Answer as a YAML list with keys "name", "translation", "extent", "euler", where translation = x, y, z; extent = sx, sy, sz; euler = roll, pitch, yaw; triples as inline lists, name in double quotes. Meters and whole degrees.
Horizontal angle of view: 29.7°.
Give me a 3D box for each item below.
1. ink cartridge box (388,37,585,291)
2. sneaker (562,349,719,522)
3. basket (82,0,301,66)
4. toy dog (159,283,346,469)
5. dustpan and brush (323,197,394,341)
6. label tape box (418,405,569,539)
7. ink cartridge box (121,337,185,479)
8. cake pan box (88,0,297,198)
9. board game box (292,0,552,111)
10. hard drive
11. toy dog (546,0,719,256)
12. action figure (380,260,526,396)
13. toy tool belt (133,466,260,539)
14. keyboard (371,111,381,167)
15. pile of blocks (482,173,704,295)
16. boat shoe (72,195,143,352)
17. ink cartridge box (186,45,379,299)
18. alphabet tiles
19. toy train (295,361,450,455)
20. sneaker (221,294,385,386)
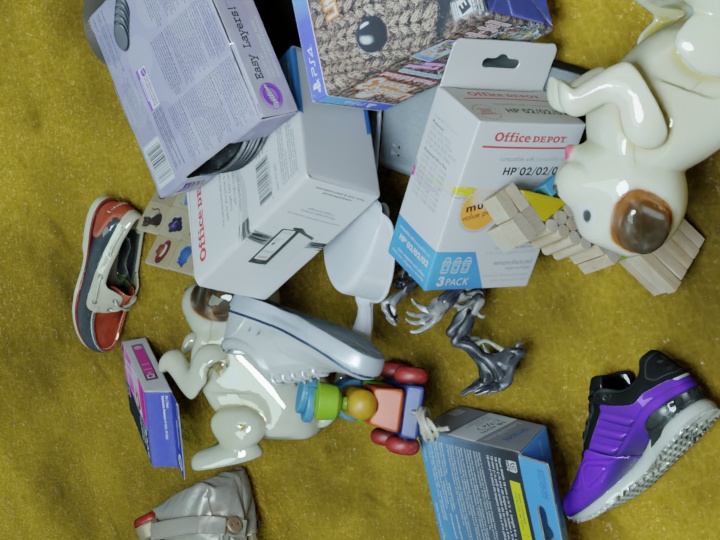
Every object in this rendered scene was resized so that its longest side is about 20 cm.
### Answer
- name: "ink cartridge box"
  translation: [0.110, -0.086, 1.136]
  extent: [0.068, 0.114, 0.202]
  euler: [48, 131, 45]
- name: "sneaker"
  translation: [0.234, 0.144, 1.224]
  extent: [0.100, 0.069, 0.201]
  euler: [55, 134, 22]
- name: "basket"
  translation: [-0.172, -0.253, 1.353]
  extent: [0.199, 0.136, 0.182]
  euler: [10, 118, 40]
- name: "toy dog"
  translation: [-0.122, 0.088, 1.435]
  extent: [0.192, 0.139, 0.202]
  euler: [-13, 99, 33]
- name: "dustpan and brush"
  translation: [0.000, 0.000, 1.295]
  extent: [0.140, 0.057, 0.202]
  euler: [-125, 42, -54]
- name: "label tape box"
  translation: [0.147, 0.219, 1.288]
  extent: [0.199, 0.063, 0.146]
  euler: [6, 113, 56]
- name: "ink cartridge box"
  translation: [-0.239, 0.158, 1.569]
  extent: [0.200, 0.037, 0.096]
  euler: [-139, 42, -62]
- name: "cake pan box"
  translation: [-0.154, -0.184, 1.227]
  extent: [0.184, 0.052, 0.202]
  euler: [-32, 79, 49]
- name: "board game box"
  translation: [0.044, -0.248, 1.163]
  extent: [0.199, 0.096, 0.161]
  euler: [-21, 77, 40]
- name: "hard drive"
  translation: [0.110, -0.136, 1.230]
  extent: [0.199, 0.033, 0.141]
  euler: [22, 120, 31]
- name: "toy dog"
  translation: [0.229, -0.109, 1.049]
  extent: [0.193, 0.140, 0.201]
  euler: [30, 94, -17]
- name: "action figure"
  translation: [0.074, 0.024, 1.270]
  extent: [0.201, 0.101, 0.119]
  euler: [61, 174, -6]
- name: "toy tool belt"
  translation: [-0.190, 0.322, 1.604]
  extent: [0.199, 0.124, 0.124]
  euler: [-34, 77, 43]
- name: "keyboard"
  translation: [0.011, -0.068, 1.328]
  extent: [0.011, 0.056, 0.202]
  euler: [2, 116, -5]
- name: "pile of blocks"
  translation: [0.186, -0.038, 1.134]
  extent: [0.062, 0.198, 0.083]
  euler: [155, 129, -65]
- name: "boat shoe"
  translation: [-0.291, 0.012, 1.600]
  extent: [0.062, 0.071, 0.202]
  euler: [24, 117, 27]
- name: "ink cartridge box"
  translation: [-0.078, -0.086, 1.269]
  extent: [0.200, 0.084, 0.147]
  euler: [-40, 48, 43]
- name: "alphabet tiles"
  translation: [-0.140, -0.069, 1.405]
  extent: [0.198, 0.006, 0.168]
  euler: [13, 73, 35]
- name: "toy train"
  translation: [0.006, 0.130, 1.307]
  extent: [0.200, 0.114, 0.086]
  euler: [178, 99, -79]
- name: "sneaker"
  translation: [-0.056, 0.079, 1.300]
  extent: [0.199, 0.073, 0.072]
  euler: [20, 94, 44]
